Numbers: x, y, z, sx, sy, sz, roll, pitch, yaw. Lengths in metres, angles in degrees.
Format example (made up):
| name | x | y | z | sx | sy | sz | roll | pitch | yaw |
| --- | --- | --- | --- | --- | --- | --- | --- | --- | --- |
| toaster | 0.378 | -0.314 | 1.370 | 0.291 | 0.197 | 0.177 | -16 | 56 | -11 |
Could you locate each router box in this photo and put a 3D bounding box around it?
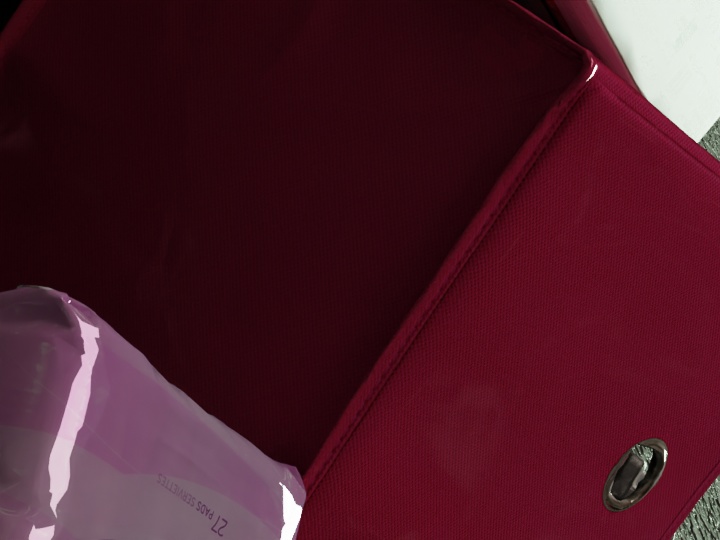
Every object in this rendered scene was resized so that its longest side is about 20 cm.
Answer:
| name | x | y | z | sx | sy | sz | roll | pitch | yaw |
| --- | --- | --- | --- | --- | --- | --- | --- | --- | --- |
| router box | 0.045 | -0.135 | 0.909 | 0.179 | 0.049 | 0.200 | 40 | -1 | 22 |

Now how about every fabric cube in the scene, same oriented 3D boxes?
| name | x | y | z | sx | sy | sz | roll | pitch | yaw |
| --- | --- | --- | --- | --- | --- | --- | --- | --- | --- |
| fabric cube | 0.000 | 0.000 | 0.832 | 0.200 | 0.196 | 0.199 | 38 | 5 | 35 |

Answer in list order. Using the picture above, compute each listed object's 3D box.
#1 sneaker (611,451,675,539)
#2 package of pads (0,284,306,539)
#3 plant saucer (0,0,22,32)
| name | x | y | z | sx | sy | sz | roll | pitch | yaw |
| --- | --- | --- | --- | --- | --- | --- | --- | --- | --- |
| sneaker | 0.021 | 0.080 | 1.022 | 0.200 | 0.078 | 0.090 | 27 | -13 | -3 |
| package of pads | -0.087 | 0.115 | 0.633 | 0.120 | 0.075 | 0.201 | 41 | 56 | -47 |
| plant saucer | -0.115 | -0.065 | 0.982 | 0.200 | 0.034 | 0.201 | 51 | 23 | -31 |
